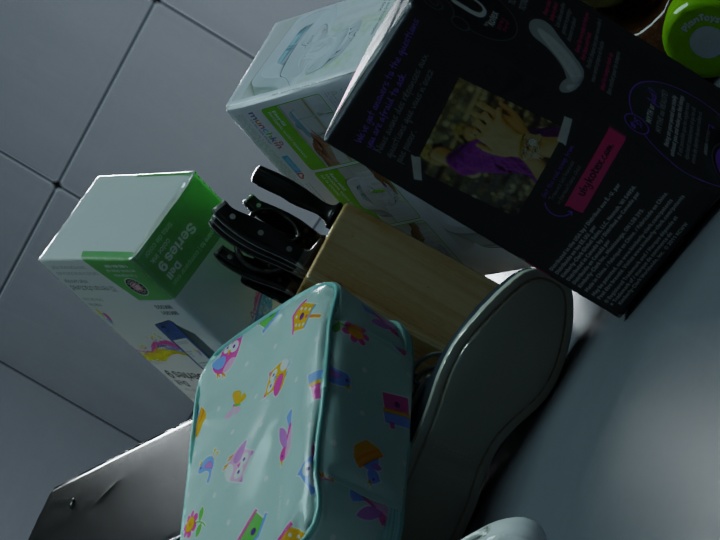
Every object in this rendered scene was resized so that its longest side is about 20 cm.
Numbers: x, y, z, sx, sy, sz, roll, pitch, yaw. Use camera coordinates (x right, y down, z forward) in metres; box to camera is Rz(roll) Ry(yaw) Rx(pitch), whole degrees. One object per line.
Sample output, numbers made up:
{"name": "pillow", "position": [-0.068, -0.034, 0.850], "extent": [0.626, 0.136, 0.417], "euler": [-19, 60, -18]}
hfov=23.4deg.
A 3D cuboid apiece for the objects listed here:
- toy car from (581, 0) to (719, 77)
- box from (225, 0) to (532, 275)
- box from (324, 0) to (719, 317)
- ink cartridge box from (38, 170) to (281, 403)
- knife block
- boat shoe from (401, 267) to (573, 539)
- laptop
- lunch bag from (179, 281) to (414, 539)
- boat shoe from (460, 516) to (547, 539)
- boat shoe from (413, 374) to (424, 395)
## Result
{"name": "toy car", "position": [0.146, -0.194, 1.122], "extent": [0.158, 0.200, 0.164], "euler": [-55, 7, 36]}
{"name": "box", "position": [0.042, -0.089, 1.197], "extent": [0.176, 0.200, 0.097], "euler": [-12, 41, 41]}
{"name": "box", "position": [0.099, -0.087, 0.989], "extent": [0.106, 0.200, 0.122], "euler": [-54, 7, 35]}
{"name": "ink cartridge box", "position": [-0.117, 0.023, 1.295], "extent": [0.145, 0.200, 0.088], "euler": [1, 53, 52]}
{"name": "knife block", "position": [0.000, 0.000, 1.176], "extent": [0.200, 0.176, 0.064], "euler": [10, 64, 42]}
{"name": "boat shoe", "position": [0.065, 0.085, 1.059], "extent": [0.062, 0.075, 0.200], "euler": [-134, 65, -72]}
{"name": "laptop", "position": [-0.143, 0.219, 1.163], "extent": [0.187, 0.200, 0.116], "euler": [-28, -8, 30]}
{"name": "lunch bag", "position": [-0.043, 0.115, 1.058], "extent": [0.160, 0.077, 0.200], "euler": [-37, 35, 39]}
{"name": "boat shoe", "position": [0.030, 0.193, 0.869], "extent": [0.200, 0.074, 0.065], "euler": [-42, 10, 36]}
{"name": "boat shoe", "position": [0.027, 0.089, 1.305], "extent": [0.200, 0.062, 0.075], "euler": [-55, 5, 3]}
